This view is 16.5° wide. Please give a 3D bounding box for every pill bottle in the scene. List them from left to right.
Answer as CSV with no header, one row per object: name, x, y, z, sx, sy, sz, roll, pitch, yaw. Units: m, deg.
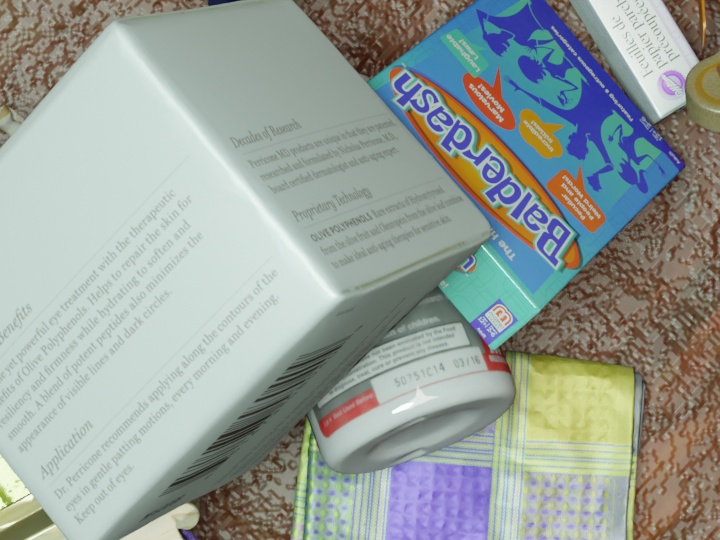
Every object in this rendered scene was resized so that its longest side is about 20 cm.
pill bottle,0.000,0.000,1.370,0.113,0.114,0.201,-20,74,-6

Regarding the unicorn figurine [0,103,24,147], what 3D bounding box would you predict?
unicorn figurine,-0.198,-0.005,1.340,0.074,0.200,0.138,-20,104,37

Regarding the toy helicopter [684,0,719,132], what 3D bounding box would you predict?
toy helicopter,0.228,-0.155,1.411,0.132,0.079,0.200,19,54,20

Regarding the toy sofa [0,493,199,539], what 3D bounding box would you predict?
toy sofa,-0.180,0.164,1.361,0.199,0.083,0.098,-29,97,-1

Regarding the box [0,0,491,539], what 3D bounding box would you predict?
box,-0.084,-0.004,1.222,0.171,0.200,0.199,49,114,8

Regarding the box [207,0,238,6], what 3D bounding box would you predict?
box,-0.025,-0.190,1.392,0.200,0.121,0.032,-41,90,-7

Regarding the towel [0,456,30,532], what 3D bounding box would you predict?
towel,-0.148,0.072,1.413,0.199,0.018,0.086,-34,88,-6

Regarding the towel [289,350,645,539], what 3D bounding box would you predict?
towel,0.065,0.115,1.424,0.199,0.023,0.145,8,85,-4

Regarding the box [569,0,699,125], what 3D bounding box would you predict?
box,0.135,-0.179,1.445,0.039,0.041,0.201,-31,88,-6

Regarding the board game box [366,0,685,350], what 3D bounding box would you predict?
board game box,0.080,-0.066,1.367,0.152,0.045,0.200,49,40,0
